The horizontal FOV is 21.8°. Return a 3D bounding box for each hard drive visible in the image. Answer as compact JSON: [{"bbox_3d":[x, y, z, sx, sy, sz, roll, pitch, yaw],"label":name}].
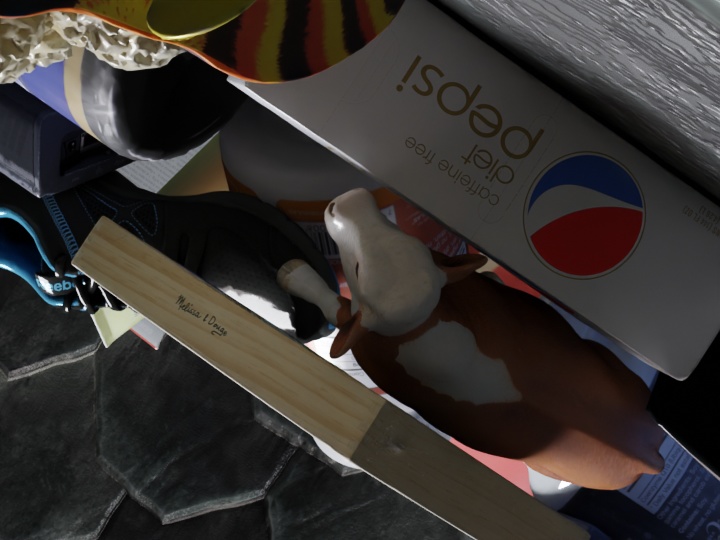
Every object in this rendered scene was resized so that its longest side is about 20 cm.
[{"bbox_3d":[-0.124,-0.113,0.913,0.135,0.043,0.200,33,-138,25],"label":"hard drive"}]

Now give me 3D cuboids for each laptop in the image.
[{"bbox_3d":[0.179,0.132,0.814,0.103,0.202,0.177,6,-163,15],"label":"laptop"}]

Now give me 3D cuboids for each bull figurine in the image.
[{"bbox_3d":[0.039,0.027,0.733,0.200,0.065,0.121,36,-177,-35],"label":"bull figurine"}]

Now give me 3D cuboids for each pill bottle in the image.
[{"bbox_3d":[-0.138,-0.141,0.819,0.200,0.112,0.112,34,-178,26],"label":"pill bottle"},{"bbox_3d":[0.000,0.000,0.938,0.112,0.112,0.201,35,146,41],"label":"pill bottle"},{"bbox_3d":[0.160,0.099,0.974,0.199,0.117,0.116,33,-179,0],"label":"pill bottle"}]

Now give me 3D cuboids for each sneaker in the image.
[{"bbox_3d":[-0.104,-0.001,0.866,0.199,0.082,0.074,19,132,21],"label":"sneaker"}]

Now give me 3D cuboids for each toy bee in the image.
[{"bbox_3d":[-0.084,-0.099,0.519,0.199,0.109,0.131,33,-177,-17],"label":"toy bee"}]

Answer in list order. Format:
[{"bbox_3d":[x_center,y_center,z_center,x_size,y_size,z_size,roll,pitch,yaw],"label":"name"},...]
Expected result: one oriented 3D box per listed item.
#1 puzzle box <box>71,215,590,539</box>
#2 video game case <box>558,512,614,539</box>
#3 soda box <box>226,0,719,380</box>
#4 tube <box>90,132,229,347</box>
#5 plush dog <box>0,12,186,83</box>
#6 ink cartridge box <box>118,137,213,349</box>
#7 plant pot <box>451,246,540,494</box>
[{"bbox_3d":[-0.015,0.048,0.725,0.133,0.026,0.200,37,176,-42],"label":"puzzle box"},{"bbox_3d":[0.164,0.180,0.960,0.199,0.019,0.143,34,171,-13],"label":"video game case"},{"bbox_3d":[0.051,-0.040,0.697,0.199,0.064,0.068,33,-178,-12],"label":"soda box"},{"bbox_3d":[-0.069,-0.045,0.973,0.058,0.200,0.052,52,163,-25],"label":"tube"},{"bbox_3d":[-0.177,-0.104,0.613,0.200,0.161,0.172,47,-157,12],"label":"plush dog"},{"bbox_3d":[-0.085,-0.059,1.075,0.109,0.201,0.050,34,-179,30],"label":"ink cartridge box"},{"bbox_3d":[0.113,0.052,1.186,0.200,0.201,0.177,33,172,3],"label":"plant pot"}]
